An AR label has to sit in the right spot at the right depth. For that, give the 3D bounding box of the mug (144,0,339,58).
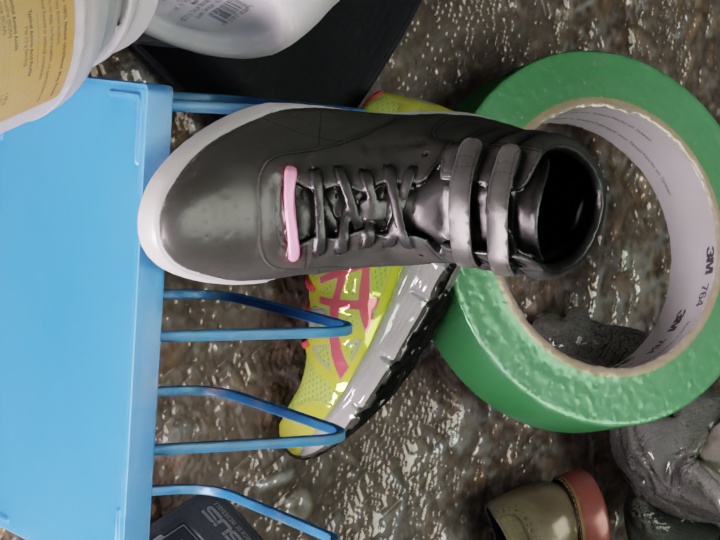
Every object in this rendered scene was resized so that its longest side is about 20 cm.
[{"bbox_3d":[-0.032,-0.192,0.929,0.147,0.199,0.177,29,66,-36],"label":"mug"}]

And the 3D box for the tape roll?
[{"bbox_3d":[0.122,-0.015,1.189,0.199,0.048,0.203,4,81,-25],"label":"tape roll"}]

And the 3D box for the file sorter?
[{"bbox_3d":[-0.080,0.018,0.962,0.122,0.138,0.202,-1,97,-34],"label":"file sorter"}]

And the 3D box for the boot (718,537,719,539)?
[{"bbox_3d":[0.199,0.186,1.344,0.154,0.072,0.202,8,91,-44],"label":"boot"}]

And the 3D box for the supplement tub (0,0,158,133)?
[{"bbox_3d":[-0.187,-0.109,0.841,0.199,0.144,0.146,-30,117,-39],"label":"supplement tub"}]

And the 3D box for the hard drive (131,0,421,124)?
[{"bbox_3d":[-0.021,-0.156,1.077,0.135,0.042,0.201,45,65,-40],"label":"hard drive"}]

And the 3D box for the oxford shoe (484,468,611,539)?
[{"bbox_3d":[0.099,0.212,1.262,0.074,0.070,0.202,-8,105,-17],"label":"oxford shoe"}]

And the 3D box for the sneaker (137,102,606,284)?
[{"bbox_3d":[0.014,-0.029,0.880,0.199,0.099,0.071,-8,104,-36],"label":"sneaker"}]

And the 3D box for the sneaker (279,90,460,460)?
[{"bbox_3d":[0.000,0.000,1.101,0.201,0.090,0.078,-63,171,15],"label":"sneaker"}]

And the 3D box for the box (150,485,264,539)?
[{"bbox_3d":[-0.065,0.214,0.996,0.157,0.200,0.051,-31,158,-39],"label":"box"}]

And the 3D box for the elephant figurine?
[{"bbox_3d":[0.203,0.109,1.270,0.198,0.155,0.143,-6,125,-23],"label":"elephant figurine"}]
